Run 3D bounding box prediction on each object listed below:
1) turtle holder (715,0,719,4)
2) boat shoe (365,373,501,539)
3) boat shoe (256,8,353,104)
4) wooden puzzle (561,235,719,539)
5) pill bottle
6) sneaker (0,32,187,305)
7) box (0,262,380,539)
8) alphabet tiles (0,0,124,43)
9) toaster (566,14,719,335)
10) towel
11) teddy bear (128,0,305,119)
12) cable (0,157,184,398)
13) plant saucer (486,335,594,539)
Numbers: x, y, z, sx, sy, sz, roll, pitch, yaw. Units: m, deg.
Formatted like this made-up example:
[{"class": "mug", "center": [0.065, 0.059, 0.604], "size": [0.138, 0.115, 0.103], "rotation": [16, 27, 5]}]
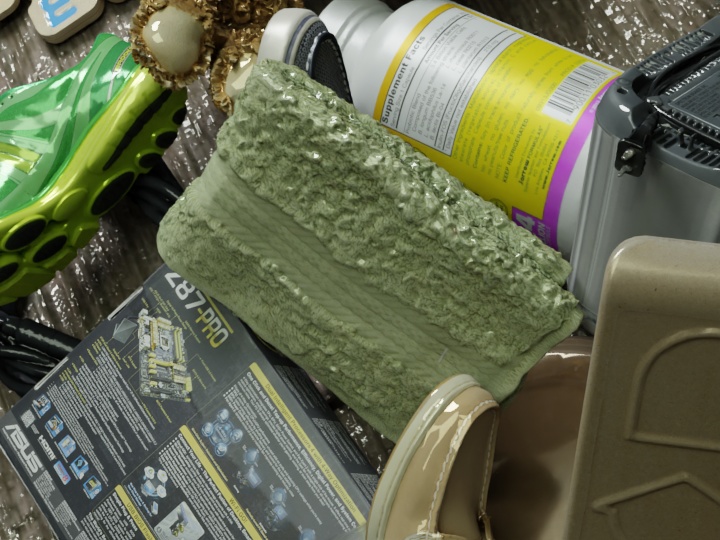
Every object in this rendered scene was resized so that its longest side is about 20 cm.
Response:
[{"class": "turtle holder", "center": [0.236, -0.219, 0.835], "size": [0.131, 0.141, 0.187], "rotation": [22, 78, 25]}, {"class": "boat shoe", "center": [0.041, 0.151, 0.760], "size": [0.069, 0.073, 0.202], "rotation": [23, 107, 31]}, {"class": "boat shoe", "center": [0.005, -0.042, 0.828], "size": [0.092, 0.201, 0.075], "rotation": [9, 40, 23]}, {"class": "wooden puzzle", "center": [0.191, 0.081, 0.717], "size": [0.183, 0.202, 0.046], "rotation": [6, 27, 4]}, {"class": "pill bottle", "center": [0.065, -0.085, 0.864], "size": [0.199, 0.104, 0.105], "rotation": [27, 80, 27]}, {"class": "sneaker", "center": [-0.187, -0.056, 0.912], "size": [0.200, 0.074, 0.084], "rotation": [-44, 60, -7]}, {"class": "box", "center": [-0.089, 0.113, 0.845], "size": [0.161, 0.049, 0.200], "rotation": [-44, 67, 13]}, {"class": "alphabet tiles", "center": [-0.209, -0.250, 1.075], "size": [0.195, 0.015, 0.201], "rotation": [-33, 63, 4]}, {"class": "toaster", "center": [0.175, -0.035, 0.760], "size": [0.113, 0.130, 0.200], "rotation": [29, 40, 27]}, {"class": "towel", "center": [0.000, 0.000, 0.781], "size": [0.200, 0.037, 0.149], "rotation": [38, 127, 3]}, {"class": "teddy bear", "center": [-0.086, -0.157, 0.926], "size": [0.067, 0.144, 0.201], "rotation": [-55, 38, 39]}, {"class": "cable", "center": [-0.168, 0.002, 0.942], "size": [0.163, 0.051, 0.201], "rotation": [-37, 63, 3]}, {"class": "plant saucer", "center": [0.103, 0.127, 0.810], "size": [0.198, 0.029, 0.202], "rotation": [-6, 68, 16]}]
